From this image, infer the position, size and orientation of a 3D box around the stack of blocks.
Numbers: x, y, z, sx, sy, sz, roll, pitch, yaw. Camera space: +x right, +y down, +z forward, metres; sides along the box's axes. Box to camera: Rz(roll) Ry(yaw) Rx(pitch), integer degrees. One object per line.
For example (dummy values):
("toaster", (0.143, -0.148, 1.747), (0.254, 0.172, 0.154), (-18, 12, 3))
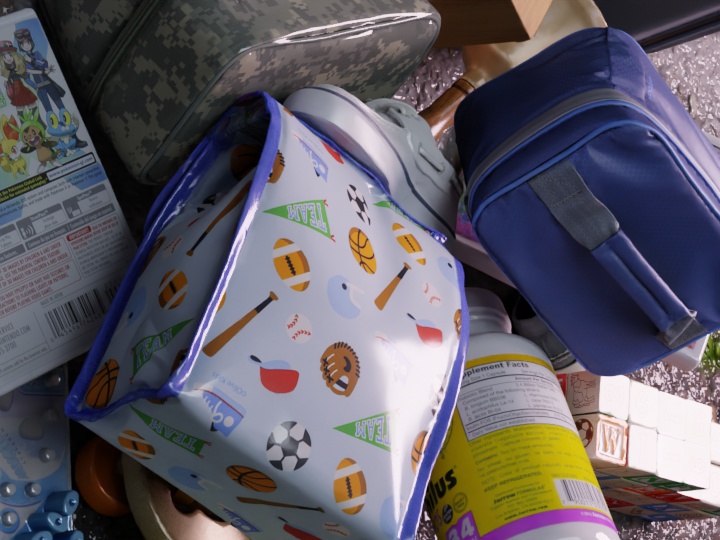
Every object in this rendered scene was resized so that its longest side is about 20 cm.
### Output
("stack of blocks", (0.186, 0.124, 1.198), (0.200, 0.115, 0.059), (20, 68, -38))

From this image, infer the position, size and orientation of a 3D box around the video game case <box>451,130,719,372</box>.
("video game case", (0.169, -0.047, 1.218), (0.200, 0.024, 0.182), (26, 60, -1))

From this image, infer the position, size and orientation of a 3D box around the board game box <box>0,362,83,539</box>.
("board game box", (-0.232, 0.053, 0.897), (0.200, 0.026, 0.200), (5, 77, -41))

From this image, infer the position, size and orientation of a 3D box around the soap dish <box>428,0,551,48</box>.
("soap dish", (0.075, -0.230, 1.153), (0.081, 0.157, 0.200), (55, 50, -37))

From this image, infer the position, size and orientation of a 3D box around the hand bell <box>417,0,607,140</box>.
("hand bell", (0.063, -0.113, 1.167), (0.200, 0.104, 0.104), (-40, 109, -20))

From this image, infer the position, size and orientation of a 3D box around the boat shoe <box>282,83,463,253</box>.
("boat shoe", (0.009, -0.068, 1.024), (0.065, 0.073, 0.200), (-70, 156, -15))

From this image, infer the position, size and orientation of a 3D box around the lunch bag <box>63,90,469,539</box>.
("lunch bag", (-0.036, 0.029, 0.917), (0.170, 0.124, 0.200), (38, 57, -30))

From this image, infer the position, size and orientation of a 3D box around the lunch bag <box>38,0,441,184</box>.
("lunch bag", (-0.080, -0.157, 1.009), (0.200, 0.139, 0.168), (-17, 65, -44))

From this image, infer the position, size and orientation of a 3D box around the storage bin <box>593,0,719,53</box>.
("storage bin", (0.216, -0.229, 1.229), (0.134, 0.200, 0.146), (-29, 100, -52))

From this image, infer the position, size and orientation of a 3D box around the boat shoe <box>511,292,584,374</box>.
("boat shoe", (0.164, -0.018, 1.239), (0.062, 0.073, 0.200), (45, 60, -30))

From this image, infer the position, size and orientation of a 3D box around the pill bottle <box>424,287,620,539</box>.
("pill bottle", (0.083, 0.111, 1.080), (0.104, 0.104, 0.200), (17, 42, -39))

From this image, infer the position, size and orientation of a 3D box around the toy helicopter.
("toy helicopter", (-0.064, 0.099, 1.010), (0.132, 0.079, 0.200), (51, 39, -13))

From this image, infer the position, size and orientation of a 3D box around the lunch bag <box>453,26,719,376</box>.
("lunch bag", (0.154, -0.029, 1.069), (0.200, 0.136, 0.132), (46, 25, -30))

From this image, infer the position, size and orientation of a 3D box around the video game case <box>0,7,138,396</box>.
("video game case", (-0.213, -0.023, 0.900), (0.200, 0.022, 0.183), (-29, 99, -42))
